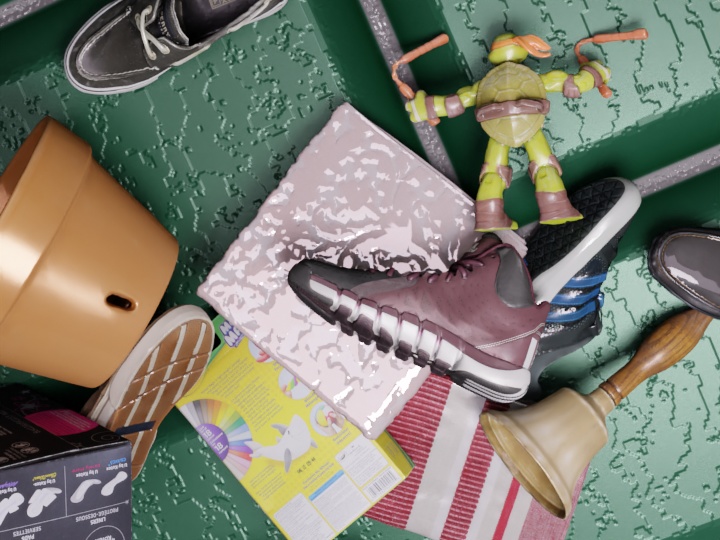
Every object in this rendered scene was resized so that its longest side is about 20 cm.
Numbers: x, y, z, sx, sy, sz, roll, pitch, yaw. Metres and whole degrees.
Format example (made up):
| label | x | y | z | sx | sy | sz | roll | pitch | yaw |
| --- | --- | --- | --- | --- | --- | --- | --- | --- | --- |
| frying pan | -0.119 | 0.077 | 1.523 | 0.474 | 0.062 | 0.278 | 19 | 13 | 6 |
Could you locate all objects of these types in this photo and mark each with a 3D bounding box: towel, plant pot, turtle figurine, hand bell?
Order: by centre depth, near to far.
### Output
| label | x | y | z | sx | sy | sz | roll | pitch | yaw |
| --- | --- | --- | --- | --- | --- | --- | --- | --- | --- |
| turtle figurine | 0.128 | -0.115 | 1.112 | 0.200 | 0.064 | 0.162 | -7 | 87 | 5 |
| plant pot | -0.236 | 0.001 | 1.137 | 0.140 | 0.200 | 0.200 | 32 | 104 | -18 |
| hand bell | 0.202 | 0.093 | 1.150 | 0.200 | 0.104 | 0.104 | -37 | 96 | -12 |
| towel | 0.000 | 0.000 | 1.155 | 0.191 | 0.032 | 0.200 | 39 | 88 | 2 |
| towel | 0.085 | 0.161 | 1.214 | 0.200 | 0.023 | 0.144 | 18 | 105 | 4 |

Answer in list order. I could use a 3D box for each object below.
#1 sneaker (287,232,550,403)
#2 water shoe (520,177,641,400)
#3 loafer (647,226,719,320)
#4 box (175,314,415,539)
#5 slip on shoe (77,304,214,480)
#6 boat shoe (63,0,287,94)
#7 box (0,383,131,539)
| label | x | y | z | sx | sy | sz | roll | pitch | yaw |
| --- | --- | --- | --- | --- | --- | --- | --- | --- | --- |
| sneaker | 0.052 | 0.011 | 1.110 | 0.200 | 0.076 | 0.116 | 26 | 77 | -1 |
| water shoe | 0.164 | 0.014 | 1.160 | 0.079 | 0.072 | 0.200 | 32 | 108 | -24 |
| loafer | 0.321 | 0.014 | 1.125 | 0.200 | 0.072 | 0.073 | 19 | 89 | 0 |
| box | -0.064 | 0.123 | 1.197 | 0.117 | 0.048 | 0.200 | -41 | 88 | 14 |
| slip on shoe | -0.183 | 0.095 | 1.175 | 0.061 | 0.076 | 0.200 | 53 | 131 | 32 |
| boat shoe | -0.150 | -0.197 | 1.141 | 0.200 | 0.064 | 0.071 | -26 | 98 | 11 |
| box | -0.283 | 0.175 | 1.149 | 0.132 | 0.200 | 0.115 | -9 | 104 | -37 |
